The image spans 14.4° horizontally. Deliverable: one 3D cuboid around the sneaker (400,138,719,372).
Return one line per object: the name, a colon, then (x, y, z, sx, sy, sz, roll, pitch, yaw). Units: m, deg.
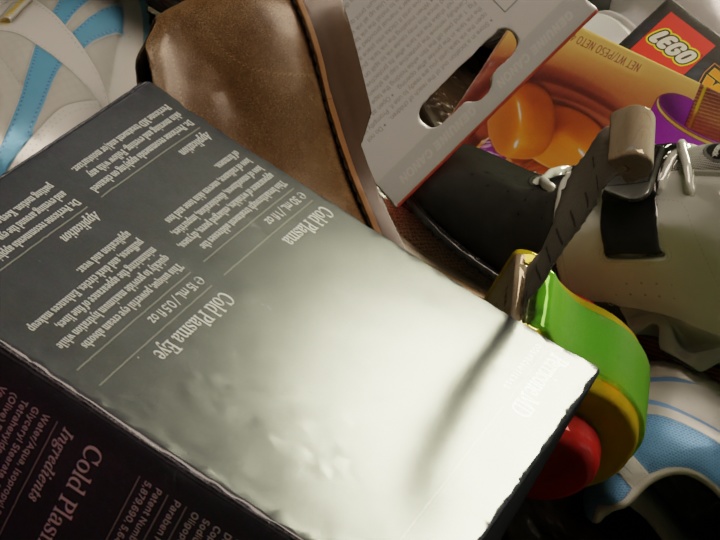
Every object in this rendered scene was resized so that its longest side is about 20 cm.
sneaker: (0.113, -0.020, 1.031, 0.199, 0.089, 0.074, 23, 25, 11)

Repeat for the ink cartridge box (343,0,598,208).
ink cartridge box: (-0.018, -0.130, 1.056, 0.200, 0.109, 0.050, 47, 0, 3)

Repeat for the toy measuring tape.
toy measuring tape: (0.078, 0.021, 0.961, 0.073, 0.200, 0.074, 12, 51, -15)

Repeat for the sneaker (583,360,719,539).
sneaker: (0.164, 0.110, 1.048, 0.199, 0.072, 0.073, 33, 66, -13)

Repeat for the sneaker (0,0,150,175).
sneaker: (-0.126, -0.070, 1.051, 0.080, 0.077, 0.200, 17, 26, -20)

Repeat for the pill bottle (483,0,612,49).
pill bottle: (0.083, -0.161, 1.389, 0.199, 0.114, 0.114, 15, 29, -28)

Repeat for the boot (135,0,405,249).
boot: (-0.024, -0.002, 0.988, 0.075, 0.074, 0.201, -16, 85, -19)

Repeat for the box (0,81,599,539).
box: (-0.049, 0.055, 0.867, 0.181, 0.104, 0.200, 32, 26, 8)

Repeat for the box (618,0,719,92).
box: (0.152, -0.004, 1.161, 0.200, 0.137, 0.040, 40, -17, 23)

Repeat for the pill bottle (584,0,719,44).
pill bottle: (0.184, -0.103, 1.323, 0.199, 0.112, 0.111, -21, 48, -21)

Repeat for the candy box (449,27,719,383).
candy box: (0.122, -0.009, 1.113, 0.199, 0.117, 0.057, 28, -20, 20)

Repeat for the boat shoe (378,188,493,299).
boat shoe: (0.000, 0.000, 1.066, 0.199, 0.072, 0.065, 30, 15, 5)

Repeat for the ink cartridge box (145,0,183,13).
ink cartridge box: (-0.064, -0.172, 1.186, 0.128, 0.126, 0.200, 31, -2, 4)
